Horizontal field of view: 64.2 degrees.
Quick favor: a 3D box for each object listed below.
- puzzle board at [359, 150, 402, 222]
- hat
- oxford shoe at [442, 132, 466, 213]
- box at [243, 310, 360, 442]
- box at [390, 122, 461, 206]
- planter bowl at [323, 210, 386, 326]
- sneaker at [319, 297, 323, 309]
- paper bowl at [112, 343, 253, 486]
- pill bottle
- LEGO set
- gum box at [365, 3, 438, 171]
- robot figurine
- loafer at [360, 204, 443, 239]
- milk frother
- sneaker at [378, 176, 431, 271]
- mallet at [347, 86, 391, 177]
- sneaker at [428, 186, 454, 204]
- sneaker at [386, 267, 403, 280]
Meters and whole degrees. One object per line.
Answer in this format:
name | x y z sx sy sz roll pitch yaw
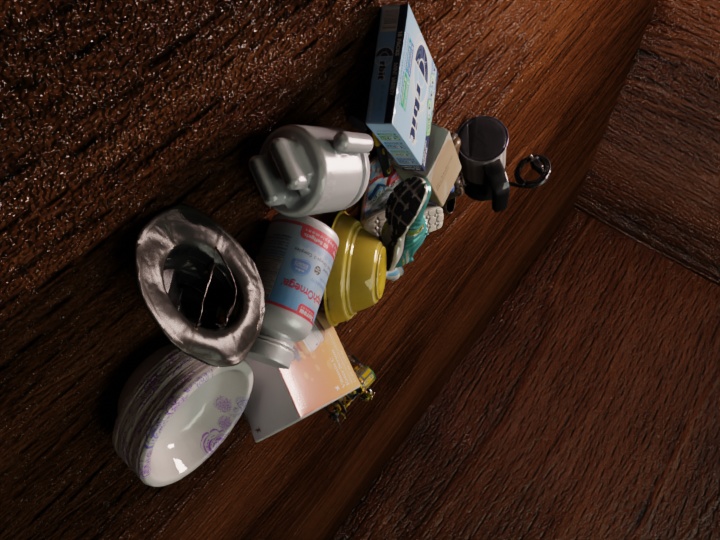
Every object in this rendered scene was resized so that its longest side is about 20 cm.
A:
puzzle board | 0.070 -0.186 1.110 0.199 0.017 0.153 -41 152 -36
hat | -0.208 0.026 0.695 0.079 0.206 0.199 -17 177 30
oxford shoe | 0.204 -0.211 1.273 0.072 0.084 0.203 -40 151 -30
box | -0.113 0.171 0.972 0.105 0.155 0.199 -31 171 26
box | 0.126 -0.198 1.068 0.097 0.077 0.200 -63 162 1
planter bowl | 0.000 0.000 1.006 0.200 0.081 0.206 5 90 -78
sneaker | -0.103 0.044 0.974 0.088 0.075 0.199 -53 159 5
paper bowl | -0.251 0.183 0.796 0.201 0.103 0.203 -45 155 -28
pill bottle | -0.107 0.029 0.817 0.109 0.106 0.205 59 46 -66
LEGO set | -0.075 0.209 1.122 0.115 0.200 0.154 -40 173 -31
gum box | 0.069 -0.267 0.877 0.199 0.043 0.175 23 73 -68
robot figurine | -0.060 -0.134 0.772 0.167 0.115 0.199 -25 177 33
loafer | 0.076 -0.096 1.127 0.196 0.069 0.072 -9 108 -35
milk frother | 0.334 -0.261 1.330 0.199 0.181 0.188 -39 157 -2
sneaker | 0.086 -0.085 1.030 0.078 0.078 0.202 -11 141 -28
mallet | 0.022 -0.207 0.939 0.066 0.041 0.201 -50 155 -19
sneaker | 0.132 -0.123 1.227 0.203 0.077 0.075 -61 168 8
sneaker | 0.032 -0.014 1.199 0.081 0.077 0.200 -41 157 5
